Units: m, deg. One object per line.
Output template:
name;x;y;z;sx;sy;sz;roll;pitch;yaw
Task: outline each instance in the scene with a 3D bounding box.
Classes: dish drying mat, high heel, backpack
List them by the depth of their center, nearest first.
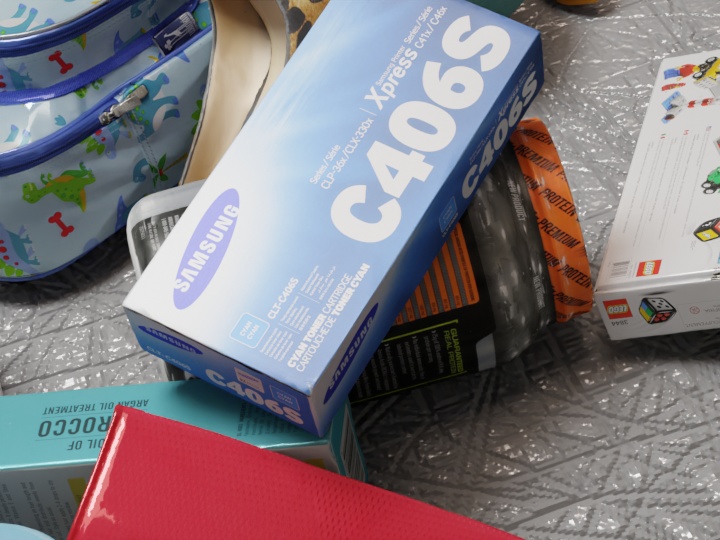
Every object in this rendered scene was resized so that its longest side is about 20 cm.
dish drying mat;-0.018;0.120;0.871;0.200;0.018;0.077;19;61;-2
high heel;-0.073;-0.096;1.069;0.143;0.200;0.071;-37;25;-29
backpack;-0.176;-0.105;1.145;0.183;0.147;0.200;23;55;39

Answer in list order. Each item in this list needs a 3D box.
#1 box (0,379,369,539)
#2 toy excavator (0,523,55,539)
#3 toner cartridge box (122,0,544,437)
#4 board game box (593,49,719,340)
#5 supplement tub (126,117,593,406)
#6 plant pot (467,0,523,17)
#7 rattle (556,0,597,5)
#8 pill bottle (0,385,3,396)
box;-0.101;0.096;0.943;0.200;0.082;0.049;-5;40;10
toy excavator;-0.123;0.163;0.872;0.200;0.100;0.194;-18;41;-18
toner cartridge box;-0.008;-0.036;0.917;0.095;0.043;0.200;24;67;20
board game box;0.194;-0.047;1.032;0.126;0.035;0.200;-7;35;25
supplement tub;0.000;0.000;0.991;0.200;0.123;0.123;-15;40;-2
plant pot;-0.004;-0.205;1.167;0.141;0.141;0.200;-44;74;20
rattle;0.135;-0.251;1.286;0.143;0.130;0.200;26;26;24
pill bottle;-0.279;0.058;1.007;0.200;0.120;0.120;-19;40;-5
